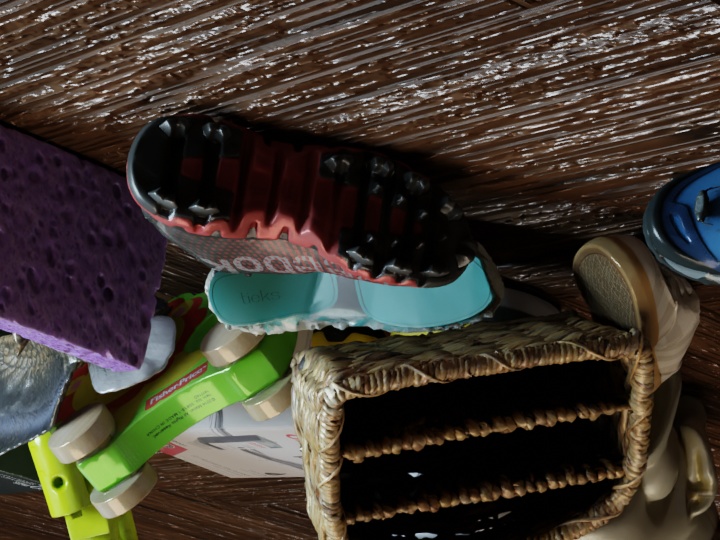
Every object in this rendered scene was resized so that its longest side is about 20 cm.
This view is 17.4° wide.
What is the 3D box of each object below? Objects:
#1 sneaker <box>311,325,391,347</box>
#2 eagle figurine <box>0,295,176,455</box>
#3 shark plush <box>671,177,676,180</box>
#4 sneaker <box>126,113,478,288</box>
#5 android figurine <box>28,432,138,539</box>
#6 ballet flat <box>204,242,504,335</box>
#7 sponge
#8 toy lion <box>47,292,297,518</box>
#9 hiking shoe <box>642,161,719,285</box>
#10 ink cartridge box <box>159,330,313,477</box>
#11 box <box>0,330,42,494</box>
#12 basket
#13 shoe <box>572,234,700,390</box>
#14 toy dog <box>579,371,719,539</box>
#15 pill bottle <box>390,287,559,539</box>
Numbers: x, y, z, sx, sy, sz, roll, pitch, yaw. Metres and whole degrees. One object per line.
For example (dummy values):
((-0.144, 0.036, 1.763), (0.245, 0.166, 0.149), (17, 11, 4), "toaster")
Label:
((0.013, 0.079, 1.628), (0.069, 0.091, 0.200), (3, 163, 23), "sneaker")
((-0.200, 0.036, 1.557), (0.150, 0.152, 0.200), (1, 154, -6), "eagle figurine")
((0.260, -0.006, 1.248), (0.198, 0.092, 0.083), (2, -166, 8), "shark plush")
((-0.035, -0.031, 1.312), (0.199, 0.071, 0.098), (14, 164, -7), "sneaker")
((-0.208, 0.127, 1.744), (0.041, 0.202, 0.182), (-15, -174, 5), "android figurine")
((0.000, 0.000, 1.434), (0.198, 0.072, 0.072), (-1, 161, 24), "ballet flat")
((-0.200, -0.021, 1.366), (0.199, 0.112, 0.030), (23, 158, -39), "sponge")
((-0.129, 0.069, 1.591), (0.199, 0.192, 0.069), (-32, 111, 14), "toy lion")
((0.231, -0.043, 1.141), (0.198, 0.075, 0.087), (-7, 152, 18), "hiking shoe")
((-0.066, 0.100, 1.764), (0.199, 0.085, 0.145), (-7, 158, 40), "ink cartridge box")
((-0.341, 0.093, 1.826), (0.199, 0.125, 0.148), (19, 161, -35), "box")
((0.067, 0.109, 1.380), (0.198, 0.144, 0.149), (-8, -174, -11), "basket")
((0.170, 0.018, 1.412), (0.070, 0.053, 0.200), (50, 173, 20), "shoe")
((0.198, 0.170, 1.675), (0.139, 0.195, 0.200), (-12, 150, 24), "toy dog")
((0.063, 0.116, 1.523), (0.113, 0.202, 0.114), (9, 165, 2), "pill bottle")
